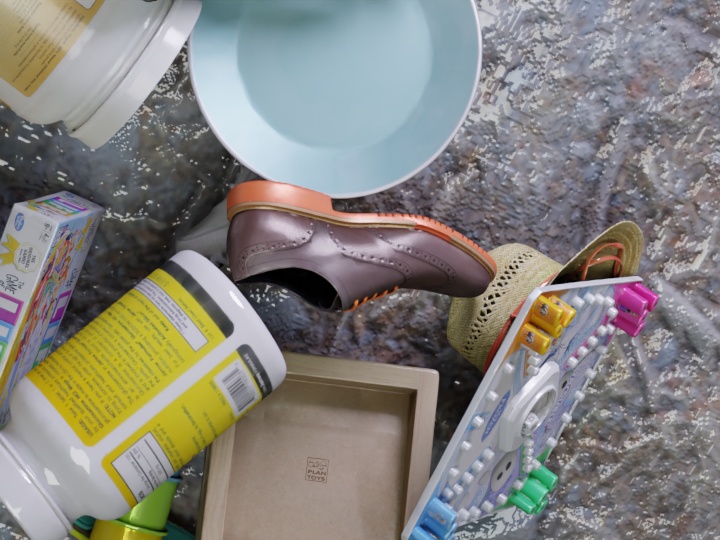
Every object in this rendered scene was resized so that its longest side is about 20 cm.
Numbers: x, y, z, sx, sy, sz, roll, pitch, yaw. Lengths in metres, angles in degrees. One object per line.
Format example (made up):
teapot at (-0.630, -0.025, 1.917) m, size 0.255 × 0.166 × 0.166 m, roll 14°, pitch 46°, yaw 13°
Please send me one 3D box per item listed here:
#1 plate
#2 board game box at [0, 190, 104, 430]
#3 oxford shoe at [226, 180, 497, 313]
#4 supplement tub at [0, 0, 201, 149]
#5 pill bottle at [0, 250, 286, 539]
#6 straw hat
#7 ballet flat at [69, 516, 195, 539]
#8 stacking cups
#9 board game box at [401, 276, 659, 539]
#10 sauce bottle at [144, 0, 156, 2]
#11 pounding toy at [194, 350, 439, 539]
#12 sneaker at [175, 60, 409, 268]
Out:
plate at (-0.017, -0.147, 1.223) m, size 0.198 × 0.026 × 0.203 m, roll 0°, pitch 85°, yaw -2°
board game box at (-0.240, 0.048, 1.245) m, size 0.034 × 0.134 × 0.202 m, roll 22°, pitch 98°, yaw 2°
oxford shoe at (0.000, 0.000, 1.218) m, size 0.198 × 0.073 × 0.071 m, roll 12°, pitch 156°, yaw -21°
supplement tub at (-0.215, -0.185, 1.163) m, size 0.199 × 0.145 × 0.145 m, roll 37°, pitch 107°, yaw -18°
pill bottle at (-0.155, 0.088, 1.189) m, size 0.199 × 0.112 × 0.113 m, roll -39°, pitch 113°, yaw -14°
straw hat at (0.111, 0.031, 1.304) m, size 0.085 × 0.200 × 0.203 m, roll 35°, pitch 112°, yaw 23°
ballet flat at (-0.200, 0.188, 1.377) m, size 0.200 × 0.067 × 0.067 m, roll 42°, pitch 134°, yaw -20°
stacking cups at (-0.152, 0.125, 1.323) m, size 0.060 × 0.060 × 0.202 m, roll 16°, pitch 86°, yaw -10°
board game box at (0.124, 0.100, 1.277) m, size 0.026 × 0.199 × 0.201 m, roll 33°, pitch 107°, yaw 24°
sauce bottle at (-0.059, -0.233, 1.118) m, size 0.199 × 0.065 × 0.065 m, roll -30°, pitch 115°, yaw -18°
pounding toy at (-0.052, 0.168, 1.320) m, size 0.182 × 0.142 × 0.202 m, roll 7°, pitch 80°, yaw -6°
sneaker at (-0.052, -0.072, 1.268) m, size 0.199 × 0.075 × 0.081 m, roll -35°, pitch 102°, yaw 5°
